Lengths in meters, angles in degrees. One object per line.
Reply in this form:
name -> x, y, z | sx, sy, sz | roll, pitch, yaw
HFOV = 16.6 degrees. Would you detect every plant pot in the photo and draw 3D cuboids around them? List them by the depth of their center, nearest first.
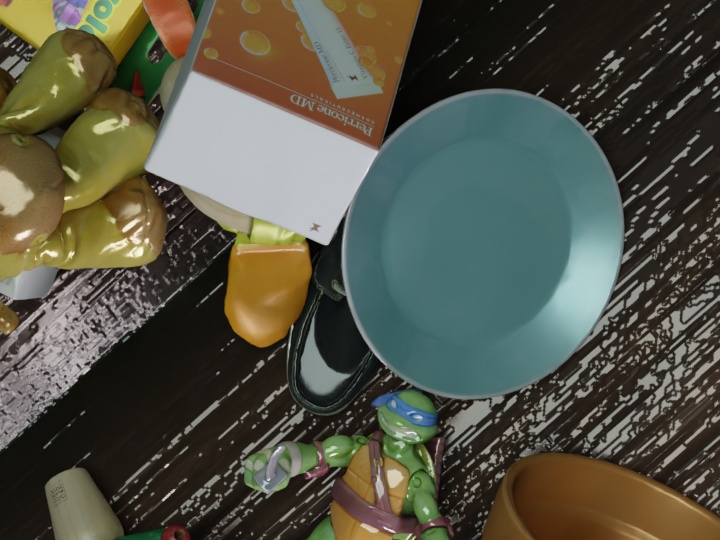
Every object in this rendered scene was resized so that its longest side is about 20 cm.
plant pot -> 0.151, 0.227, 1.531 | 0.199, 0.200, 0.141 | 27, 110, 7

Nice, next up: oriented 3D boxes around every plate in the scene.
plate -> 0.076, -0.017, 1.577 | 0.199, 0.026, 0.202 | -5, 102, -21

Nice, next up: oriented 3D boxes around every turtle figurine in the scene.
turtle figurine -> -0.013, 0.178, 1.551 | 0.143, 0.200, 0.195 | 13, 115, -12

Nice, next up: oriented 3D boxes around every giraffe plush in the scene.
giraffe plush -> -0.226, -0.051, 1.502 | 0.199, 0.162, 0.173 | -34, 87, 8

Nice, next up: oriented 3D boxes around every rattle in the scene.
rattle -> -0.084, -0.077, 1.611 | 0.130, 0.143, 0.200 | -35, 65, -17

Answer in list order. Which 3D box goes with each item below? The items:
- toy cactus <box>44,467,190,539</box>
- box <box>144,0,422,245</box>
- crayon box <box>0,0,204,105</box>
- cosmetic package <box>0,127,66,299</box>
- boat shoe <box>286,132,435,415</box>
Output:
toy cactus -> -0.172, 0.210, 1.615 | 0.200, 0.102, 0.166 | -41, 64, 32
box -> -0.040, -0.136, 1.523 | 0.124, 0.201, 0.098 | 22, 138, -8
crayon box -> -0.193, -0.210, 1.635 | 0.199, 0.051, 0.127 | 36, 95, 6
cosmetic package -> -0.281, -0.073, 1.635 | 0.199, 0.081, 0.113 | 29, 94, 8
boat shoe -> 0.000, 0.000, 1.603 | 0.071, 0.068, 0.201 | 24, 96, 5
